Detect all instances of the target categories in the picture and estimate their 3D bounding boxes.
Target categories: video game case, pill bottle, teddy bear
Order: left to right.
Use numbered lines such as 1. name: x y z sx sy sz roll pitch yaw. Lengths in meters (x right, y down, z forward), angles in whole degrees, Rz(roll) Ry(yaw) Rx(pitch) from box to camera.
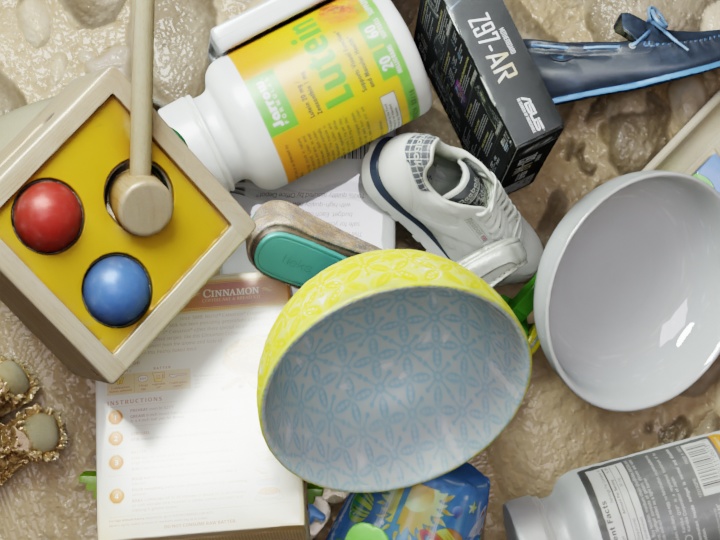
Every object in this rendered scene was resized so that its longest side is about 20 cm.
1. teddy bear: -0.341 0.155 1.304 0.145 0.067 0.200 42 76 -4
2. pill bottle: -0.053 -0.132 1.237 0.198 0.111 0.112 -27 82 -5
3. video game case: -0.034 -0.224 1.302 0.198 0.182 0.024 -28 95 -5
4. pill bottle: 0.222 0.208 1.272 0.198 0.116 0.118 -15 82 -3

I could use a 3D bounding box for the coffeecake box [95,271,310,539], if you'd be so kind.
1. coffeecake box: -0.120 0.110 1.199 0.151 0.073 0.202 -5 68 0

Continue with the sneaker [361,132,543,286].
1. sneaker: 0.091 -0.046 1.289 0.199 0.080 0.077 32 62 -35

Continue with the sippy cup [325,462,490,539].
1. sippy cup: 0.037 0.206 1.227 0.138 0.178 0.132 17 98 -14

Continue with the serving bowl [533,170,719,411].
1. serving bowl: 0.221 0.011 1.301 0.198 0.066 0.203 -8 109 -24

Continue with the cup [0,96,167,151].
1. cup: -0.249 -0.058 1.283 0.142 0.200 0.202 16 80 30

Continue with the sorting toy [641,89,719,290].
1. sorting toy: 0.359 -0.063 1.356 0.200 0.036 0.185 45 83 5

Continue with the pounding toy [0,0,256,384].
1. pounding toy: -0.178 -0.057 1.112 0.200 0.142 0.184 -48 110 -17

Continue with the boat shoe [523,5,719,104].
1. boat shoe: 0.232 -0.190 1.349 0.197 0.084 0.070 -12 93 -5

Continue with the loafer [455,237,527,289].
1. loafer: 0.062 0.050 1.276 0.200 0.070 0.070 -41 81 18

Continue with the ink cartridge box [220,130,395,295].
1. ink cartridge box: -0.043 -0.060 1.324 0.144 0.086 0.203 1 83 -1

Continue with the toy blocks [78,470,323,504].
1. toy blocks: -0.130 0.237 1.267 0.197 0.100 0.139 2 92 0

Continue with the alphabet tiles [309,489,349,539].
1. alphabet tiles: -0.106 0.152 1.326 0.195 0.015 0.200 39 82 5

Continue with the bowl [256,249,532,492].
1. bowl: 0.014 0.053 1.134 0.198 0.202 0.108 -17 42 -4

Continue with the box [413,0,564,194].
1. box: 0.099 -0.154 1.284 0.043 0.200 0.162 -25 81 -5

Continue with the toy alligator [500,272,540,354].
1. toy alligator: 0.094 0.084 1.323 0.059 0.054 0.201 34 91 -10

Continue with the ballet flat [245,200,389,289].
1. ballet flat: 0.000 0.000 1.210 0.199 0.067 0.068 31 112 -24
